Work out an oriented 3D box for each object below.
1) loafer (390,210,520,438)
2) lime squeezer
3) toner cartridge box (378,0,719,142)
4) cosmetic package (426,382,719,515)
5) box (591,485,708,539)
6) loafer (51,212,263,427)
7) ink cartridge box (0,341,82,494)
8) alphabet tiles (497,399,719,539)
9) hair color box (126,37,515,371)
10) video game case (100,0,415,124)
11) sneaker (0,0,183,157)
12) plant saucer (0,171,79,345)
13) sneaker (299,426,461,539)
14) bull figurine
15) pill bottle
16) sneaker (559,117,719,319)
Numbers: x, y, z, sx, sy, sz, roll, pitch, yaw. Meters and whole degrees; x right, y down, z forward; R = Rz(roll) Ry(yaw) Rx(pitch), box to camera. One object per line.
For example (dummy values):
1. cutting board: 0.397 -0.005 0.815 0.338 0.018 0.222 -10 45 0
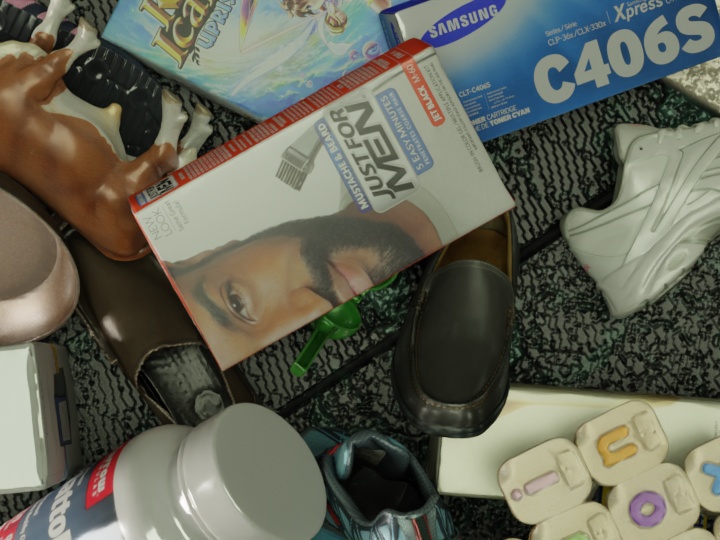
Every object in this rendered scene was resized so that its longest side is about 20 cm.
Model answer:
1. loafer: 0.059 0.023 1.501 0.073 0.200 0.072 8 124 0
2. lime squeezer: 0.000 0.000 1.569 0.038 0.071 0.200 31 59 11
3. toner cartridge box: 0.120 -0.147 1.558 0.200 0.043 0.095 -21 101 -11
4. cosmetic package: 0.143 0.108 1.551 0.199 0.105 0.071 5 88 -3
5. box: 0.137 0.223 1.517 0.070 0.064 0.200 22 125 -3
6. loafer: -0.123 0.038 1.560 0.073 0.071 0.200 -40 90 -1
7. ink cartridge box: -0.248 0.092 1.494 0.145 0.200 0.088 -6 86 -1
8. alphabet tiles: 0.161 0.180 1.427 0.195 0.015 0.200 -26 90 -7
9. hair color box: -0.024 -0.040 1.489 0.200 0.064 0.111 -30 103 -2
10. video game case: -0.038 -0.190 1.578 0.181 0.045 0.200 27 89 0
11. sneaker: -0.198 -0.135 1.565 0.200 0.082 0.070 33 101 -24
12. plant saucer: -0.263 -0.020 1.515 0.200 0.200 0.032 12 55 -1
13. sneaker: 0.011 0.128 1.504 0.079 0.200 0.096 -20 119 -18
14. bull figurine: -0.183 -0.091 1.505 0.200 0.065 0.121 39 100 -24
15. pill bottle: -0.120 0.160 1.493 0.200 0.120 0.120 -34 90 32
16. sneaker: 0.207 -0.066 1.568 0.200 0.078 0.099 -41 87 -2
